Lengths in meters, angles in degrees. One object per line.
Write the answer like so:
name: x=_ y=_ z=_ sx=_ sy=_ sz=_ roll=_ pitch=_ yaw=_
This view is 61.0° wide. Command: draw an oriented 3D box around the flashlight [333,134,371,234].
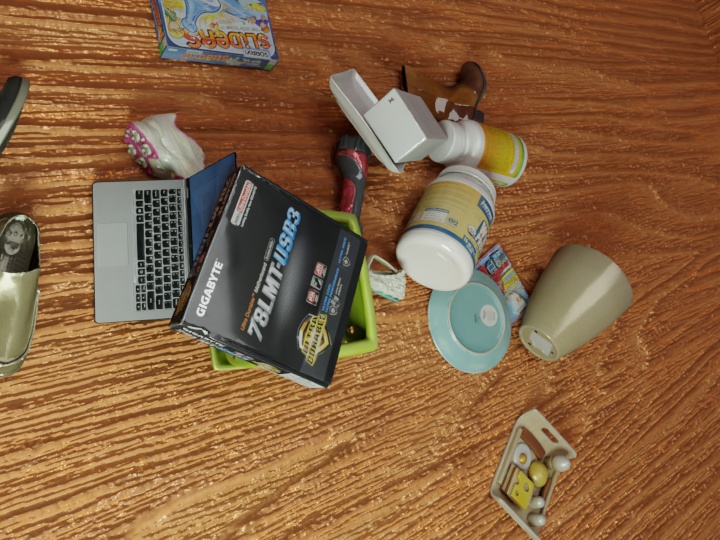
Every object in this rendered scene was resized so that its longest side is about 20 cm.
flashlight: x=-0.025 y=-0.133 z=1.057 sx=0.068 sy=0.067 sz=0.203 roll=38 pitch=57 yaw=-52

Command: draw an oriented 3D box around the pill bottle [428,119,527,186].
pill bottle: x=0.237 y=-0.244 z=1.250 sx=0.197 sy=0.111 sz=0.113 roll=7 pitch=70 yaw=-34

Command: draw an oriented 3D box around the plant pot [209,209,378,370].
plant pot: x=-0.113 y=0.038 z=0.858 sx=0.197 sy=0.181 sz=0.204 roll=-1 pitch=74 yaw=-37

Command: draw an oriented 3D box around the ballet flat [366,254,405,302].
ballet flat: x=0.000 y=0.000 z=1.021 sx=0.198 sy=0.071 sz=0.073 roll=19 pitch=64 yaw=-38

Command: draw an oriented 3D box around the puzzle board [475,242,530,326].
puzzle board: x=0.268 y=0.052 z=1.235 sx=0.199 sy=0.017 sz=0.152 roll=-36 pitch=97 yaw=-37

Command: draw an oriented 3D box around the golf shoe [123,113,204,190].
golf shoe: x=-0.250 y=-0.144 z=0.892 sx=0.201 sy=0.075 sz=0.092 roll=54 pitch=49 yaw=-10

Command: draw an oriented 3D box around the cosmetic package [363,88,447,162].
cosmetic package: x=0.086 y=-0.255 z=1.091 sx=0.102 sy=0.071 sz=0.200 roll=56 pitch=21 yaw=2

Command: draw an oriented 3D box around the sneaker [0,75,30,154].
sneaker: x=-0.482 y=-0.173 z=0.728 sx=0.105 sy=0.074 sz=0.203 roll=29 pitch=61 yaw=-27

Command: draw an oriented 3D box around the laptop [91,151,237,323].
laptop: x=-0.249 y=-0.038 z=0.772 sx=0.196 sy=0.116 sz=0.191 roll=-3 pitch=81 yaw=-10

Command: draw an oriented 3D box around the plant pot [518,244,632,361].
plant pot: x=0.418 y=0.082 z=1.247 sx=0.200 sy=0.187 sz=0.188 roll=-42 pitch=100 yaw=-24

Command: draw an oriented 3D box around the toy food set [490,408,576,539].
toy food set: x=0.331 y=0.385 z=1.141 sx=0.144 sy=0.060 sz=0.201 roll=46 pitch=54 yaw=-15

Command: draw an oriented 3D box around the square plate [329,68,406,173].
square plate: x=0.020 y=-0.271 z=1.108 sx=0.199 sy=0.028 sz=0.200 roll=53 pitch=22 yaw=-10

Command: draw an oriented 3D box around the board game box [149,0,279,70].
board game box: x=-0.240 y=-0.409 z=1.008 sx=0.198 sy=0.034 sz=0.138 roll=-8 pitch=79 yaw=-37

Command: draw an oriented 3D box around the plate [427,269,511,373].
plate: x=0.216 y=0.092 z=1.160 sx=0.197 sy=0.025 sz=0.204 roll=7 pitch=75 yaw=-26

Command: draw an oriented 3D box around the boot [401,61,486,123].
boot: x=0.168 y=-0.388 z=1.296 sx=0.197 sy=0.068 sz=0.192 roll=13 pitch=75 yaw=-24

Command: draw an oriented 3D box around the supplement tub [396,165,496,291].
supplement tub: x=0.163 y=-0.080 z=1.121 sx=0.144 sy=0.144 sz=0.202 roll=40 pitch=56 yaw=-18

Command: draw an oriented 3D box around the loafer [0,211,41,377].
loafer: x=-0.417 y=0.021 z=0.716 sx=0.075 sy=0.067 sz=0.204 roll=5 pitch=72 yaw=-34

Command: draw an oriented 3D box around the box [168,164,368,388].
box: x=-0.098 y=0.012 z=0.725 sx=0.197 sy=0.049 sz=0.203 roll=31 pitch=63 yaw=-30
